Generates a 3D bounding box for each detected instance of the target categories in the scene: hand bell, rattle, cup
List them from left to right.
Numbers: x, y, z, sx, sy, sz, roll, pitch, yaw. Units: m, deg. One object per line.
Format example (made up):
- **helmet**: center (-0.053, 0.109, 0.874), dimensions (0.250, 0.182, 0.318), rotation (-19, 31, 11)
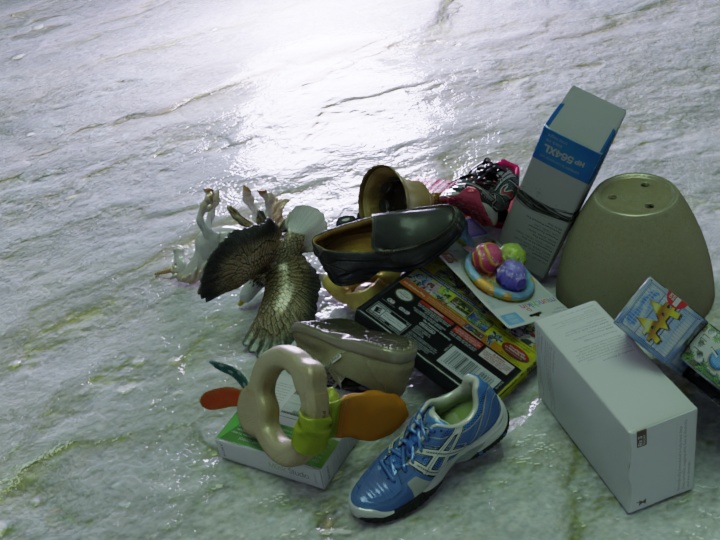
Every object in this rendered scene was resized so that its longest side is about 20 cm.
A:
- **rattle**: center (-0.069, 0.137, 1.091), dimensions (0.142, 0.132, 0.199), rotation (-23, 9, -36)
- **hand bell**: center (0.104, -0.099, 1.354), dimensions (0.198, 0.106, 0.104), rotation (-9, 28, -38)
- **cup**: center (0.341, -0.034, 1.223), dimensions (0.196, 0.145, 0.202), rotation (-6, 34, 4)

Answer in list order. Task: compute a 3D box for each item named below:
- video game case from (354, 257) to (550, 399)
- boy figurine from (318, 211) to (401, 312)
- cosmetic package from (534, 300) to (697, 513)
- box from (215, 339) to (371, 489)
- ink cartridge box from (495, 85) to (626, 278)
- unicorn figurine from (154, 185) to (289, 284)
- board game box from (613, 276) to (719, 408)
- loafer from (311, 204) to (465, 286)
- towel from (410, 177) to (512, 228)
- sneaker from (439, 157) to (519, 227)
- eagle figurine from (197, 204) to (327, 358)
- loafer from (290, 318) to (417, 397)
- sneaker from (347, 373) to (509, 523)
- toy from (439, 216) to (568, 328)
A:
- **video game case**: center (0.123, 0.065, 1.181), dimensions (0.199, 0.026, 0.180), rotation (35, 48, 25)
- **boy figurine**: center (0.000, 0.000, 1.325), dimensions (0.122, 0.065, 0.201), rotation (-17, 34, 11)
- **cosmetic package**: center (0.261, 0.136, 1.028), dimensions (0.080, 0.114, 0.201), rotation (-18, 36, -12)
- **box**: center (-0.057, 0.157, 1.148), dimensions (0.142, 0.037, 0.200), rotation (11, 38, 27)
- **ink cartridge box**: center (0.259, -0.115, 1.289), dimensions (0.083, 0.202, 0.146), rotation (27, 38, 10)
- **unicorn figurine**: center (-0.199, -0.050, 1.418), dimensions (0.196, 0.140, 0.074), rotation (0, 16, -10)
- **board game box**: center (0.348, 0.087, 1.006), dimensions (0.062, 0.199, 0.200), rotation (-52, 50, 9)
- **loafer**: center (0.032, -0.039, 1.212), dimensions (0.197, 0.072, 0.074), rotation (-21, 50, 20)
- **towel**: center (0.143, -0.099, 1.453), dimensions (0.197, 0.023, 0.145), rotation (7, 26, 24)
- **sneaker**: center (0.158, -0.108, 1.274), dimensions (0.080, 0.076, 0.200), rotation (28, 15, 11)
- **eagle figurine**: center (-0.125, 0.004, 1.310), dimensions (0.149, 0.153, 0.201), rotation (6, 24, 0)
- **loafer**: center (-0.015, 0.099, 1.129), dimensions (0.075, 0.070, 0.199), rotation (-3, 9, -37)
- **sneaker**: center (0.063, 0.181, 1.028), dimensions (0.199, 0.078, 0.076), rotation (-38, 42, -12)
- **toy**: center (0.165, -0.015, 1.218), dimensions (0.114, 0.048, 0.200), rotation (-11, 41, -37)
